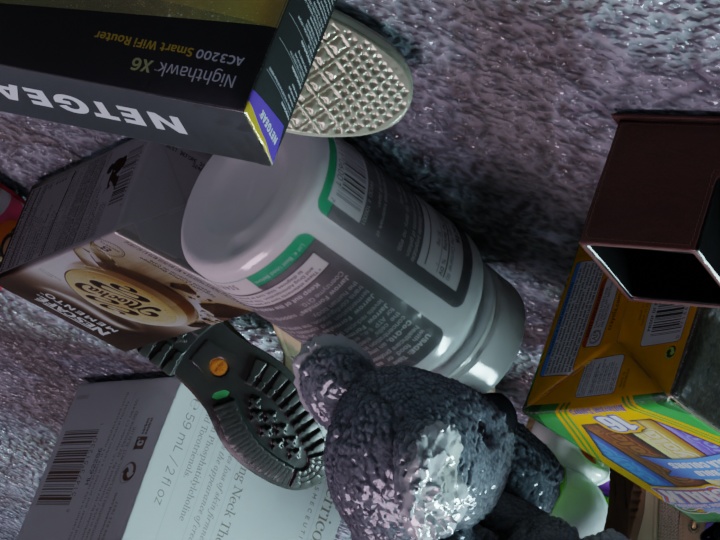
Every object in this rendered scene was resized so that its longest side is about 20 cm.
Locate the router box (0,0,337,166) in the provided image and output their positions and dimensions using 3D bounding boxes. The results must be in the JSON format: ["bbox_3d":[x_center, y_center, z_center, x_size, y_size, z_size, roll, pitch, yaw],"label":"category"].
[{"bbox_3d":[-0.109,-0.143,1.048,0.200,0.157,0.052,12,158,19],"label":"router box"}]

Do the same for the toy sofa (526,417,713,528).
[{"bbox_3d":[0.199,0.150,1.582,0.200,0.098,0.083,-2,148,45],"label":"toy sofa"}]

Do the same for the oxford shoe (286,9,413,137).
[{"bbox_3d":[-0.069,-0.121,1.217,0.200,0.075,0.058,12,-159,-1],"label":"oxford shoe"}]

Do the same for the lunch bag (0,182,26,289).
[{"bbox_3d":[-0.343,-0.043,1.631,0.176,0.082,0.200,35,153,-25],"label":"lunch bag"}]

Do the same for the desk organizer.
[{"bbox_3d":[0.217,-0.026,1.154,0.200,0.077,0.072,4,154,35],"label":"desk organizer"}]

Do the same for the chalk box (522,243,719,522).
[{"bbox_3d":[0.217,0.068,1.325,0.200,0.125,0.124,34,155,-30],"label":"chalk box"}]

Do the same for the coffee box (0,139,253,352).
[{"bbox_3d":[-0.143,-0.016,1.503,0.113,0.080,0.200,29,158,-23],"label":"coffee box"}]

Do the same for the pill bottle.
[{"bbox_3d":[0.000,0.000,1.367,0.113,0.113,0.200,-4,148,48],"label":"pill bottle"}]

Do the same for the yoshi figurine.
[{"bbox_3d":[0.150,0.140,1.474,0.112,0.200,0.112,1,149,17],"label":"yoshi figurine"}]

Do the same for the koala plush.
[{"bbox_3d":[0.039,0.133,1.295,0.177,0.184,0.200,47,167,50],"label":"koala plush"}]

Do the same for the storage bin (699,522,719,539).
[{"bbox_3d":[0.315,0.175,1.392,0.135,0.094,0.200,-2,-167,45],"label":"storage bin"}]

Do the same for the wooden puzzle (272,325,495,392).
[{"bbox_3d":[0.018,0.060,1.586,0.185,0.037,0.200,26,157,17],"label":"wooden puzzle"}]

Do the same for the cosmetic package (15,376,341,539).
[{"bbox_3d":[-0.148,0.205,1.937,0.200,0.167,0.166,33,155,-32],"label":"cosmetic package"}]

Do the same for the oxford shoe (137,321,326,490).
[{"bbox_3d":[-0.092,0.076,1.676,0.200,0.073,0.084,50,-177,-12],"label":"oxford shoe"}]

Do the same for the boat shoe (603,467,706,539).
[{"bbox_3d":[0.192,0.133,1.416,0.065,0.200,0.072,13,170,-12],"label":"boat shoe"}]
